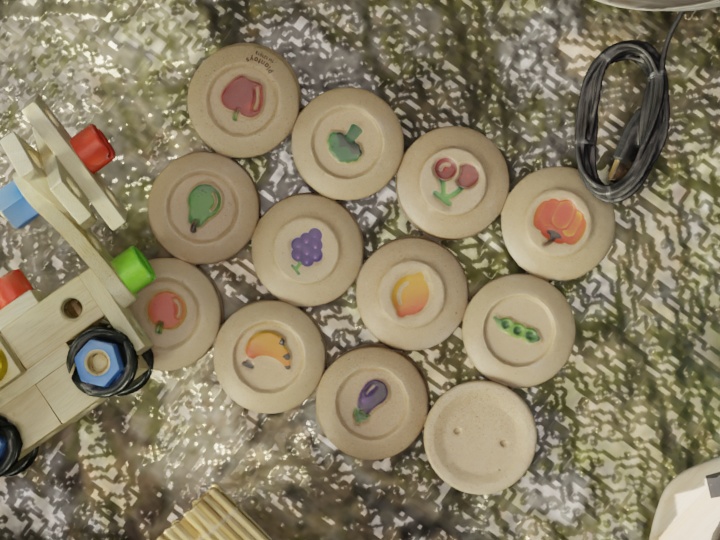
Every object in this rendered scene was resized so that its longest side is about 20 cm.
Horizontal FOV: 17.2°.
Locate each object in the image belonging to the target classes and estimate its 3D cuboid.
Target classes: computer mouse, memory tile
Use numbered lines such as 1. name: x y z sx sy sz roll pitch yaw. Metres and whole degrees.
1. computer mouse: 0.149 -0.120 1.031 0.059 0.034 0.200 31 93 18
2. memory tile: 0.000 0.000 1.043 0.200 0.017 0.154 21 90 2

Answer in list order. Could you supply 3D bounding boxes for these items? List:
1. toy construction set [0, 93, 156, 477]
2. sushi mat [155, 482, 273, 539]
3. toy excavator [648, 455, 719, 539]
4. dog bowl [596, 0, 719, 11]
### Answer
1. toy construction set: -0.165 0.018 1.011 0.200 0.092 0.131 -36 85 19
2. sushi mat: -0.030 0.189 1.011 0.096 0.012 0.200 -43 106 0
3. toy excavator: 0.188 0.069 1.005 0.200 0.100 0.195 -14 86 15
4. dog bowl: 0.132 -0.200 0.998 0.200 0.059 0.201 -3 82 18
